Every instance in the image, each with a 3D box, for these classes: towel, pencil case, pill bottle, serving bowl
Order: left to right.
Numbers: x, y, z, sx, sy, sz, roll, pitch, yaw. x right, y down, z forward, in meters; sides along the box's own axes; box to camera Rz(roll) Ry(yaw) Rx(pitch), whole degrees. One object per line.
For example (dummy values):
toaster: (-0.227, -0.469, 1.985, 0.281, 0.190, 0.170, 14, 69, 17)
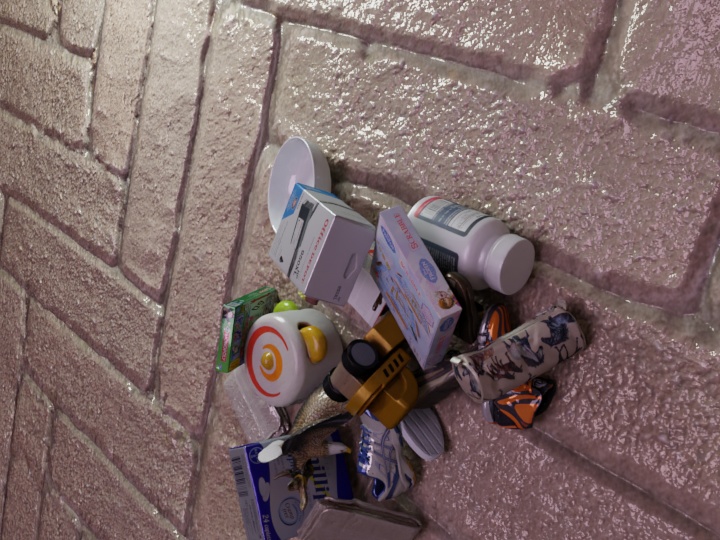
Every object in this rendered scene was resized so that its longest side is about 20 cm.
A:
towel: (-0.229, 0.290, 1.876, 0.133, 0.034, 0.201, -49, 59, 35)
serving bowl: (-0.110, -0.156, 1.687, 0.200, 0.065, 0.202, -14, 73, 58)
towel: (-0.005, 0.468, 1.554, 0.035, 0.199, 0.133, -92, 26, -51)
pill bottle: (0.172, -0.036, 1.386, 0.199, 0.119, 0.121, 27, 111, 41)
pencil case: (0.232, 0.122, 1.285, 0.090, 0.199, 0.078, 66, 167, -10)

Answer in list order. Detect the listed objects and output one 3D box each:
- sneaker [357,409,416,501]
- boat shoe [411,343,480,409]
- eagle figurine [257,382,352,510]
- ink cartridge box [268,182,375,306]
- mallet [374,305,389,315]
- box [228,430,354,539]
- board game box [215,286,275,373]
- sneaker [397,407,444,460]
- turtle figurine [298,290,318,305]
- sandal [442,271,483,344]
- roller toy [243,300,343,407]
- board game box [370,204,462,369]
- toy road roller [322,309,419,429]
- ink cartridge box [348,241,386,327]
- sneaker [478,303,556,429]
sneaker: (0.029, 0.319, 1.523, 0.075, 0.088, 0.201, 19, 134, 66)
boat shoe: (0.140, 0.165, 1.465, 0.200, 0.074, 0.074, -37, 58, 32)
eagle figurine: (-0.080, 0.294, 1.547, 0.151, 0.150, 0.202, 36, 119, 43)
ink cartridge box: (-0.069, -0.048, 1.470, 0.200, 0.084, 0.146, 41, 112, 59)
mallet: (0.092, 0.052, 1.535, 0.199, 0.041, 0.067, -1, 93, 49)
box: (-0.128, 0.406, 1.654, 0.105, 0.199, 0.186, -30, 71, 59)
board game box: (-0.230, 0.116, 1.755, 0.029, 0.200, 0.136, 11, 103, 16)
sneaker: (0.080, 0.260, 1.548, 0.201, 0.073, 0.071, 55, 150, 30)
turtle figurine: (-0.055, -0.025, 1.586, 0.162, 0.064, 0.201, -52, 37, 32)
sandal: (0.162, 0.054, 1.370, 0.082, 0.055, 0.201, 39, 160, 27)
roller toy: (-0.135, 0.171, 1.697, 0.199, 0.139, 0.184, 25, 111, 41)
board game box: (0.083, 0.030, 1.382, 0.201, 0.041, 0.200, 61, 163, 23)
toy road roller: (0.045, 0.174, 1.472, 0.146, 0.200, 0.123, 43, 137, 9)
ink cartridge box: (0.000, 0.000, 1.613, 0.200, 0.050, 0.109, 47, 123, 31)
sneaker: (0.251, 0.152, 1.361, 0.111, 0.077, 0.202, 4, 105, 40)
